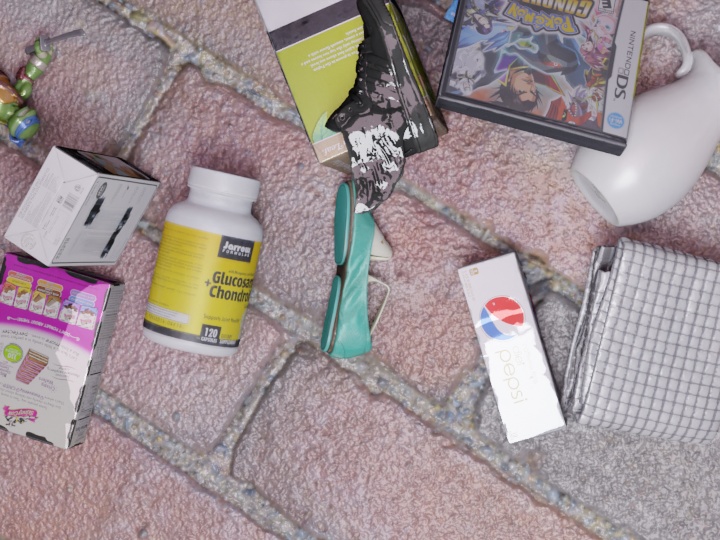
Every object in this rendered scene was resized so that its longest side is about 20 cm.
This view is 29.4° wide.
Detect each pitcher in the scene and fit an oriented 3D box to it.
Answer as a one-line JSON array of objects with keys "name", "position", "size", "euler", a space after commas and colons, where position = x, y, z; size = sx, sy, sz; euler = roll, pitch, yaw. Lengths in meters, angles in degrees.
[{"name": "pitcher", "position": [0.309, -0.159, 1.471], "size": [0.200, 0.121, 0.172], "euler": [-40, 66, -3]}]

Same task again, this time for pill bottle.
[{"name": "pill bottle", "position": [-0.172, -0.011, 1.543], "size": [0.111, 0.112, 0.201], "euler": [13, 93, 9]}]

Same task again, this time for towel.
[{"name": "towel", "position": [0.311, 0.074, 1.460], "size": [0.165, 0.086, 0.201], "euler": [11, 93, -10]}]

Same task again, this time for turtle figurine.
[{"name": "turtle figurine", "position": [-0.427, -0.256, 1.571], "size": [0.194, 0.200, 0.144], "euler": [38, 62, 11]}]

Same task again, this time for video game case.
[{"name": "video game case", "position": [0.191, -0.225, 1.418], "size": [0.199, 0.026, 0.182], "euler": [15, 67, -2]}]

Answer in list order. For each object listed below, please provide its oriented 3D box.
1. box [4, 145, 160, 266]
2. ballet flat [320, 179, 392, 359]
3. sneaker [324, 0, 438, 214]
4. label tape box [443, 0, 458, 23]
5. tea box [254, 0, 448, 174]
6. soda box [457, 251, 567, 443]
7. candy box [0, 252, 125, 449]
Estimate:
[{"name": "box", "position": [-0.303, -0.068, 1.521], "size": [0.060, 0.200, 0.117], "euler": [31, 97, 9]}, {"name": "ballet flat", "position": [0.000, 0.000, 1.547], "size": [0.070, 0.067, 0.201], "euler": [6, 92, -15]}, {"name": "sneaker", "position": [0.007, -0.164, 1.338], "size": [0.104, 0.060, 0.201], "euler": [-22, 92, 3]}, {"name": "label tape box", "position": [0.202, -0.326, 1.504], "size": [0.144, 0.063, 0.201], "euler": [31, 95, 7]}, {"name": "tea box", "position": [-0.005, -0.219, 1.470], "size": [0.133, 0.200, 0.198], "euler": [-21, 88, 8]}, {"name": "soda box", "position": [0.168, 0.083, 1.513], "size": [0.068, 0.064, 0.201], "euler": [-17, 89, 9]}, {"name": "candy box", "position": [-0.368, 0.092, 1.602], "size": [0.136, 0.061, 0.201], "euler": [16, 92, 8]}]
